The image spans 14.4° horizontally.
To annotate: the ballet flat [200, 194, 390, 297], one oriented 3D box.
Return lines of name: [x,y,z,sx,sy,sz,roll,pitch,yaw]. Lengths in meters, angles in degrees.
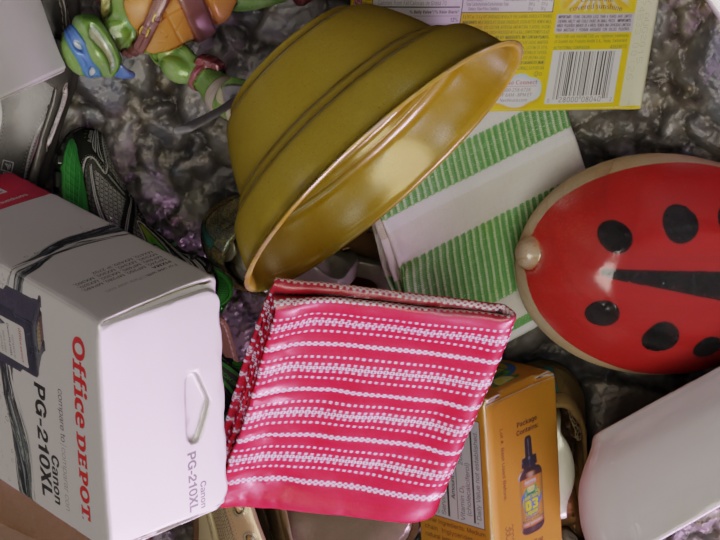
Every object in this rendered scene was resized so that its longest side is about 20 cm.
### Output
ballet flat: [0.000,0.000,1.725,0.198,0.071,0.071,11,109,-7]

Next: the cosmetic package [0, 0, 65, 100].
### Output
cosmetic package: [-0.257,-0.186,1.601,0.107,0.085,0.201,-14,100,29]

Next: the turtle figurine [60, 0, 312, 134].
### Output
turtle figurine: [-0.072,-0.164,1.605,0.193,0.200,0.144,-34,79,-14]

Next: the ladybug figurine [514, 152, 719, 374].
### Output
ladybug figurine: [0.186,0.000,1.705,0.199,0.072,0.137,1,103,-24]

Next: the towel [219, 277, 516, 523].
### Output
towel: [-0.002,0.079,1.634,0.143,0.023,0.201,6,140,-11]

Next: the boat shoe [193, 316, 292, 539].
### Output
boat shoe: [-0.071,0.119,1.739,0.064,0.071,0.202,-9,93,22]

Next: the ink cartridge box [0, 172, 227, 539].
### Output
ink cartridge box: [-0.169,0.049,1.611,0.084,0.199,0.146,-21,122,-35]

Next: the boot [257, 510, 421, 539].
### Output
boot: [-0.027,0.157,1.784,0.145,0.070,0.202,-6,99,11]

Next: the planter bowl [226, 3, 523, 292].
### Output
planter bowl: [-0.012,-0.085,1.551,0.200,0.200,0.084,-43,79,12]

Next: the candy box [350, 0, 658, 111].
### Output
candy box: [0.084,-0.144,1.658,0.199,0.026,0.103,-2,109,-28]

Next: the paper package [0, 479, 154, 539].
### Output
paper package: [-0.217,0.208,1.714,0.190,0.200,0.104,25,63,-10]

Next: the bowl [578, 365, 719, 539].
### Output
bowl: [0.216,0.102,1.718,0.199,0.200,0.075,-29,82,7]

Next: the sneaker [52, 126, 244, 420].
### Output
sneaker: [-0.125,0.004,1.697,0.085,0.078,0.201,-25,84,-7]

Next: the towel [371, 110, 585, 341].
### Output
towel: [0.065,-0.053,1.697,0.152,0.023,0.201,-26,106,-23]

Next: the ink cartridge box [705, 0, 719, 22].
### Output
ink cartridge box: [0.272,-0.225,1.631,0.199,0.117,0.068,-34,108,8]

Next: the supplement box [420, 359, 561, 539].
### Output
supplement box: [0.080,0.157,1.740,0.066,0.069,0.202,-20,116,-43]

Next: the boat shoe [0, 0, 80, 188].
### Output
boat shoe: [-0.206,-0.092,1.684,0.066,0.057,0.201,11,109,-7]

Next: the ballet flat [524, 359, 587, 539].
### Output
ballet flat: [0.114,0.157,1.788,0.068,0.063,0.201,-7,110,-6]
